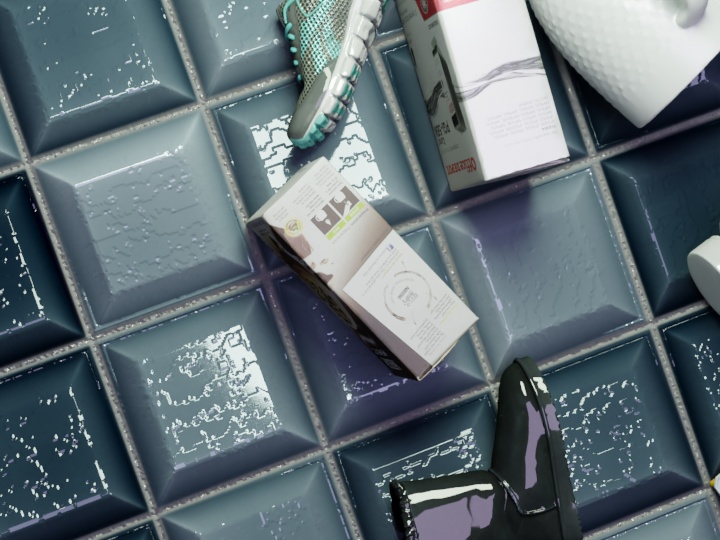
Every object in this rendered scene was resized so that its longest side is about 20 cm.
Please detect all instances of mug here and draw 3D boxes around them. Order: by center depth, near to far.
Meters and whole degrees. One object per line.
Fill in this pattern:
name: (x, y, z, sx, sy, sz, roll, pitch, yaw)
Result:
mug: (0.244, -0.246, 1.609, 0.175, 0.200, 0.148, 43, 77, 0)

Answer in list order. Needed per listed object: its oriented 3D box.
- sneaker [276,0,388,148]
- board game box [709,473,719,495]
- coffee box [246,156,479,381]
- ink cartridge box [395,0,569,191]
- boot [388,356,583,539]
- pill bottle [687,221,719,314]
sneaker: (-0.038, -0.209, 1.629, 0.091, 0.078, 0.200, 19, 81, 6)
board game box: (0.465, 0.218, 1.726, 0.200, 0.026, 0.200, -38, 96, -10)
coffee box: (0.000, 0.000, 1.600, 0.080, 0.113, 0.200, -45, 96, -8)
ink cartridge box: (0.105, -0.178, 1.607, 0.083, 0.147, 0.200, -16, 91, -9)
boot: (0.106, 0.191, 1.640, 0.162, 0.073, 0.198, -13, 92, -7)
pill bottle: (0.408, -0.038, 1.679, 0.200, 0.111, 0.111, -34, 95, -10)
